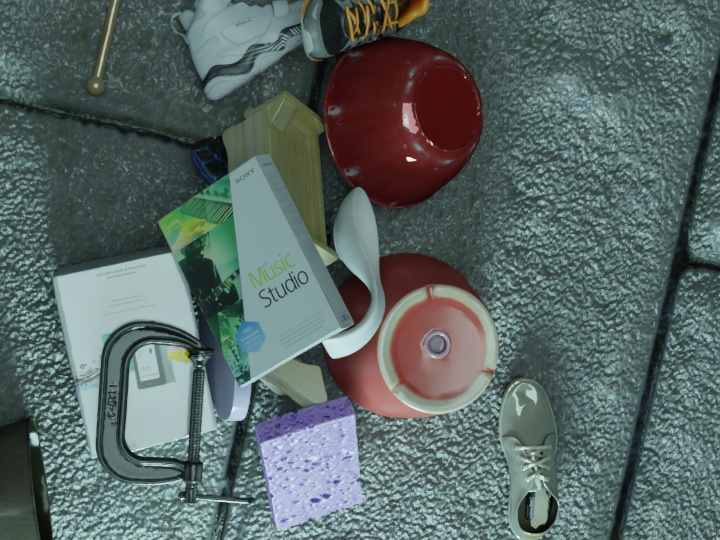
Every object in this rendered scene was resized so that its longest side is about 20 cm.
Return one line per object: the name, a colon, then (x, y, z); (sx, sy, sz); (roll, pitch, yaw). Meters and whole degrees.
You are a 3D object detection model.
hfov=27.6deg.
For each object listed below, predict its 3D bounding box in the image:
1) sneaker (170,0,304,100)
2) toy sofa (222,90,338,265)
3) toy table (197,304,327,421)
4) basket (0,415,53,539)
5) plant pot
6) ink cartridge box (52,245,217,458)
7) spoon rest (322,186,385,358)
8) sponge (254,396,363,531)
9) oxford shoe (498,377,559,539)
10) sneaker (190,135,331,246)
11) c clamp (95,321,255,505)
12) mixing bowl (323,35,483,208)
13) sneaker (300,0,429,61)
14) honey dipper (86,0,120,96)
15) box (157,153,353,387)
sneaker: (-0.119, -0.293, 1.678); (0.199, 0.075, 0.116); (-35, 97, -9)
toy sofa: (-0.090, -0.088, 1.626); (0.097, 0.202, 0.083); (-27, 141, 29)
toy table: (-0.110, 0.077, 1.659); (0.115, 0.184, 0.202); (1, 60, -20)
basket: (-0.450, 0.267, 1.620); (0.197, 0.136, 0.183); (-8, 91, -6)
plant pot: (0.068, 0.081, 1.682); (0.197, 0.177, 0.204); (0, 92, -12)
ink cartridge box: (-0.253, 0.086, 1.637); (0.144, 0.147, 0.203); (-12, 96, -11)
spoon rest: (0.000, 0.000, 1.617); (0.060, 0.100, 0.202); (-4, 56, 17)
sponge: (-0.056, 0.222, 1.673); (0.110, 0.201, 0.030); (-16, 53, -9)
oxford shoe: (0.209, 0.231, 1.780); (0.074, 0.058, 0.203); (-2, 92, -8)
sneaker: (-0.126, -0.071, 1.690); (0.200, 0.079, 0.075); (47, 46, 6)
c clamp: (-0.199, 0.154, 1.568); (0.168, 0.027, 0.203); (-2, 95, -7)
mixing bowl: (0.066, -0.177, 1.666); (0.198, 0.108, 0.203); (3, 84, -34)
sneaker: (0.003, -0.290, 1.649); (0.200, 0.076, 0.079); (-37, 126, -45)
honey dipper: (-0.281, -0.298, 1.670); (0.037, 0.038, 0.203); (13, 95, -11)
box: (-0.111, 0.001, 1.531); (0.143, 0.036, 0.202); (-30, 83, 26)
